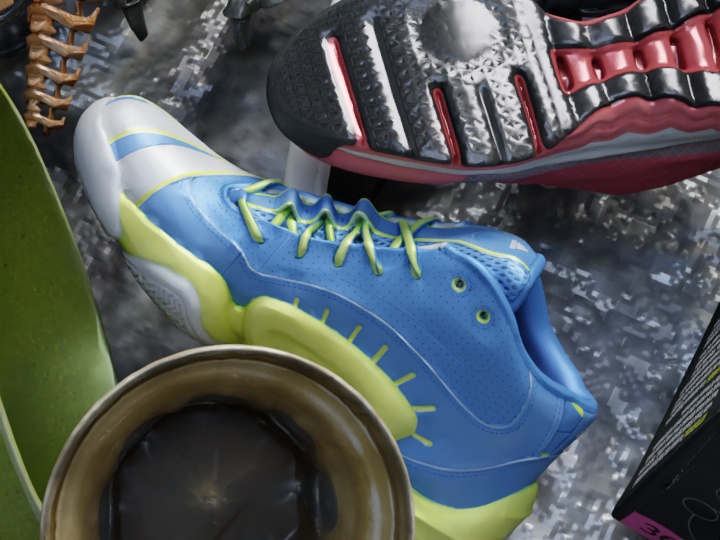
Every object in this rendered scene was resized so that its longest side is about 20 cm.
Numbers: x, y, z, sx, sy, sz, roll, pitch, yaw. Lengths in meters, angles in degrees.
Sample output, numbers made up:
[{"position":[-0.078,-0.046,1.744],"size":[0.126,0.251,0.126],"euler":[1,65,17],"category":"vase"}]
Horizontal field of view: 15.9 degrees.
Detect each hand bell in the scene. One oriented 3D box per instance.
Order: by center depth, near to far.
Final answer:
[{"position":[-0.055,0.058,0.798],"size":[0.104,0.200,0.104],"euler":[-2,99,-11],"category":"hand bell"}]

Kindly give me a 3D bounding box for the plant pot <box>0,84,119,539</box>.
[{"position":[-0.191,0.049,0.811],"size":[0.199,0.187,0.188],"euler":[-17,66,5],"category":"plant pot"}]

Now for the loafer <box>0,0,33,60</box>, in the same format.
[{"position":[-0.146,-0.174,0.962],"size":[0.073,0.072,0.201],"euler":[-5,65,-6],"category":"loafer"}]

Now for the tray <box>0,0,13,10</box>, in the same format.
[{"position":[-0.188,-0.083,0.859],"size":[0.098,0.200,0.037],"euler":[-30,108,-15],"category":"tray"}]

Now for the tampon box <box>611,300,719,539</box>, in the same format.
[{"position":[0.202,0.021,0.844],"size":[0.150,0.126,0.200],"euler":[30,66,1],"category":"tampon box"}]

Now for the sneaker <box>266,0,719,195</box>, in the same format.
[{"position":[0.066,-0.050,0.874],"size":[0.199,0.087,0.074],"euler":[-4,63,-10],"category":"sneaker"}]

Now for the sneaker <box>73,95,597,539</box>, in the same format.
[{"position":[0.000,0.000,0.852],"size":[0.105,0.076,0.200],"euler":[-40,95,17],"category":"sneaker"}]

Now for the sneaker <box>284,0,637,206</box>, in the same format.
[{"position":[0.048,-0.086,0.928],"size":[0.112,0.073,0.200],"euler":[17,65,5],"category":"sneaker"}]

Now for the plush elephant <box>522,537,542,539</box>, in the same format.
[{"position":[0.039,0.152,0.759],"size":[0.200,0.155,0.165],"euler":[-38,28,-3],"category":"plush elephant"}]

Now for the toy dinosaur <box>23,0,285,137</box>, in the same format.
[{"position":[-0.081,-0.146,0.907],"size":[0.102,0.136,0.200],"euler":[35,85,33],"category":"toy dinosaur"}]
